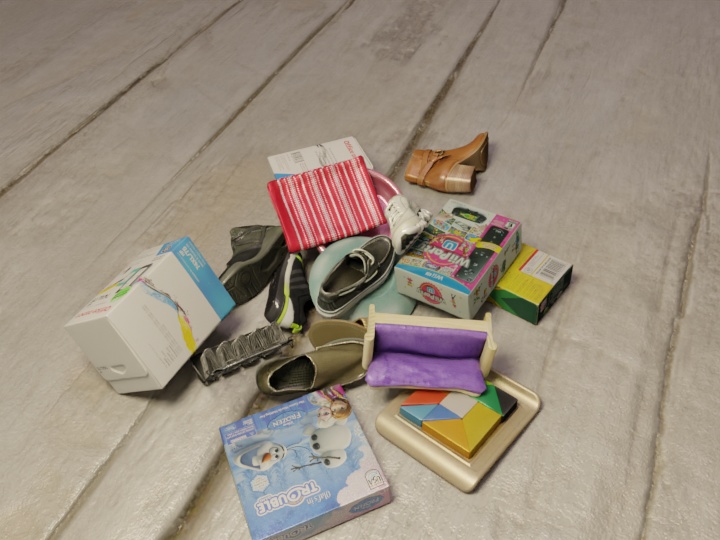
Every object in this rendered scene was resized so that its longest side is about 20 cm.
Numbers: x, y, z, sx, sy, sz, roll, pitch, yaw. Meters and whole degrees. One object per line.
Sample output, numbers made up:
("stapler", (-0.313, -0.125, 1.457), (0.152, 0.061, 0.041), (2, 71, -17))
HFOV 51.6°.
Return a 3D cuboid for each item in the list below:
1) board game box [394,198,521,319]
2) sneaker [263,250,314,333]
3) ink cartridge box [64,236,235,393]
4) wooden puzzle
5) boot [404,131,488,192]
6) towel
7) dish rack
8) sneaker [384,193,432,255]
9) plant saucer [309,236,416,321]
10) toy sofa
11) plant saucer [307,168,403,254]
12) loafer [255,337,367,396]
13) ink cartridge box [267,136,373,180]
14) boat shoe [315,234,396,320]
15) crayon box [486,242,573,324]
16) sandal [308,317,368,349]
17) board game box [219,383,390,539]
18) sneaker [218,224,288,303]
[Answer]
("board game box", (0.171, -0.023, 1.279), (0.145, 0.065, 0.201), (20, 52, 28))
("sneaker", (-0.119, 0.042, 1.330), (0.081, 0.072, 0.202), (27, 35, -14))
("ink cartridge box", (-0.336, 0.073, 1.203), (0.144, 0.148, 0.201), (-12, 30, 41))
("wooden puzzle", (0.146, 0.209, 1.114), (0.183, 0.038, 0.199), (27, 51, 32))
("boot", (0.191, -0.239, 1.604), (0.151, 0.078, 0.202), (10, 50, 23))
("towel", (-0.063, -0.125, 1.375), (0.195, 0.023, 0.148), (-17, 76, -12))
("dish rack", (-0.183, 0.125, 1.151), (0.150, 0.200, 0.056), (-23, 86, -19))
("sneaker", (0.073, -0.086, 1.299), (0.081, 0.075, 0.200), (44, 15, -3))
("plant saucer", (0.008, 0.014, 1.304), (0.195, 0.039, 0.206), (3, 57, -4))
("toy sofa", (0.101, 0.119, 1.110), (0.194, 0.084, 0.100), (4, 51, -1))
("plant saucer", (-0.004, -0.092, 1.409), (0.194, 0.051, 0.206), (2, 73, -5))
("loafer", (-0.064, 0.157, 1.150), (0.195, 0.077, 0.070), (-15, 4, -10))
("ink cartridge box", (-0.082, -0.191, 1.559), (0.195, 0.086, 0.146), (-16, 42, -11))
("boat shoe", (0.000, 0.000, 1.244), (0.071, 0.072, 0.201), (31, 55, 15))
("crayon box", (0.260, 0.002, 1.325), (0.197, 0.052, 0.126), (28, 52, 32))
("sandal", (0.022, 0.113, 1.226), (0.205, 0.080, 0.070), (7, 21, 11))
("board game box", (-0.083, 0.275, 1.060), (0.195, 0.044, 0.200), (-18, 44, -14))
("sneaker", (-0.220, -0.016, 1.388), (0.112, 0.077, 0.201), (11, 48, 34))
